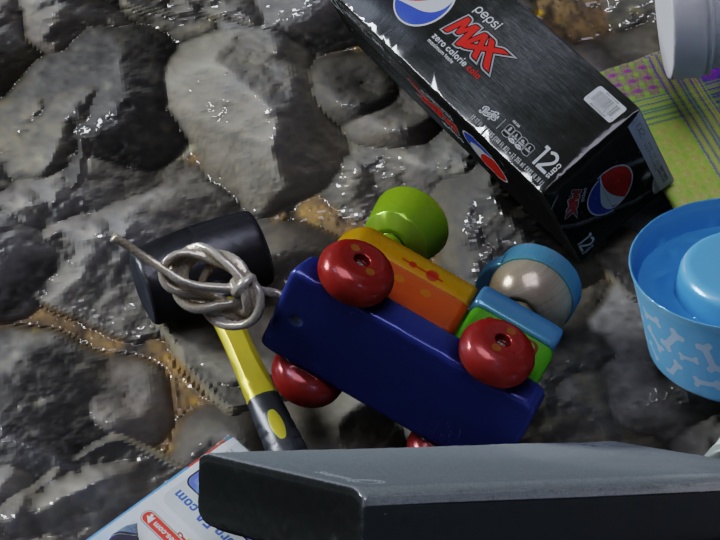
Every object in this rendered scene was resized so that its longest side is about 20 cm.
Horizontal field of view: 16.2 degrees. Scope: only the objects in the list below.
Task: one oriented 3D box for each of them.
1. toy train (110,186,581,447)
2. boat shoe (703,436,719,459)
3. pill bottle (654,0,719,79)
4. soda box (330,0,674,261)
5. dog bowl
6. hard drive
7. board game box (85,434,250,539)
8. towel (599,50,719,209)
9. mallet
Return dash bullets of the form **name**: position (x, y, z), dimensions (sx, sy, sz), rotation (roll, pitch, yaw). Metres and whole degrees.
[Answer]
- **toy train**: position (0.000, 0.000, 1.140), dimensions (0.200, 0.085, 0.116), rotation (30, 41, 5)
- **boat shoe**: position (0.244, 0.097, 1.061), dimensions (0.202, 0.075, 0.065), rotation (8, 31, 22)
- **pill bottle**: position (0.245, -0.140, 1.219), dimensions (0.199, 0.113, 0.113), rotation (-5, 47, 1)
- **soda box**: position (0.064, -0.096, 1.248), dimensions (0.063, 0.071, 0.200), rotation (-40, 54, -3)
- **dog bowl**: position (0.219, 0.020, 1.134), dimensions (0.199, 0.050, 0.112), rotation (6, 34, 10)
- **hard drive**: position (0.053, 0.092, 1.009), dimensions (0.200, 0.033, 0.139), rotation (0, 2, -29)
- **board game box**: position (-0.061, 0.191, 1.010), dimensions (0.196, 0.056, 0.200), rotation (-35, 55, -24)
- **towel**: position (0.233, -0.078, 1.256), dimensions (0.200, 0.023, 0.144), rotation (-17, 49, -9)
- **mallet**: position (-0.056, 0.056, 1.153), dimensions (0.066, 0.041, 0.200), rotation (-14, 52, -6)
